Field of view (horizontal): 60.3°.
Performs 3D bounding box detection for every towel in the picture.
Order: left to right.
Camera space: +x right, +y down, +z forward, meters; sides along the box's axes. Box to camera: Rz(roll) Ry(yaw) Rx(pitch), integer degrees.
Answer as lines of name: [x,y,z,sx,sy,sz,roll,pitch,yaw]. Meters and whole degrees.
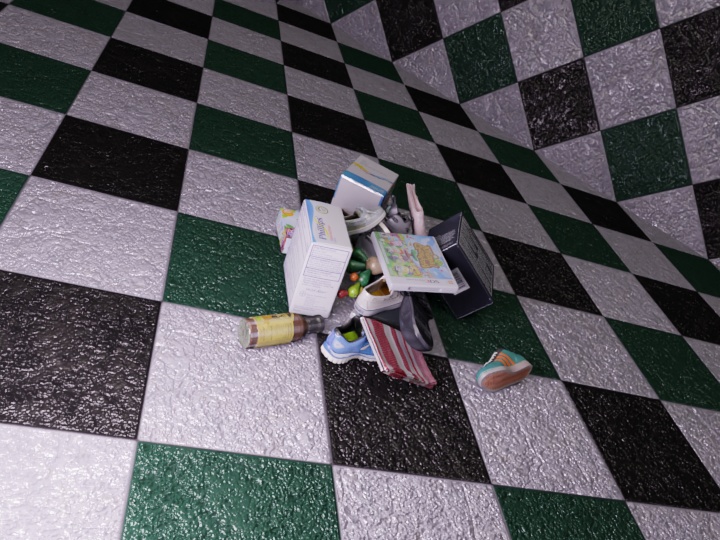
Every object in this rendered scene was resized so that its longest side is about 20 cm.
towel: [0.087,0.181,1.376,0.198,0.023,0.146,26,31,-47]
towel: [0.170,-0.128,1.823,0.031,0.204,0.193,-10,34,3]

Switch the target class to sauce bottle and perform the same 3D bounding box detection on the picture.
sauce bottle: [-0.166,0.125,1.331,0.196,0.066,0.065,-3,40,-41]

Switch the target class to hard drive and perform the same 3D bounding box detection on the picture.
hard drive: [0.064,0.076,1.557,0.136,0.033,0.202,18,32,-12]

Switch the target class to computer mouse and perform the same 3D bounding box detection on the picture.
computer mouse: [0.125,0.122,1.447,0.139,0.052,0.202,50,20,-25]

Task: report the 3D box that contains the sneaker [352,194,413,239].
sneaker: [0.055,-0.147,1.714,0.195,0.142,0.078,12,28,-26]

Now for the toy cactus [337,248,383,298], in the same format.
toy cactus: [0.000,0.000,1.545,0.160,0.105,0.201,-5,29,-4]

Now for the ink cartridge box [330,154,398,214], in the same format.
ink cartridge box: [0.009,-0.230,1.895,0.143,0.149,0.201,26,32,4]

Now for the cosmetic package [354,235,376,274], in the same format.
cosmetic package: [0.081,-0.020,1.701,0.195,0.075,0.103,10,42,-21]

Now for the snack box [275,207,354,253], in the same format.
snack box: [-0.125,-0.093,1.688,0.195,0.054,0.144,10,34,-24]

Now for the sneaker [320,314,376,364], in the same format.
sneaker: [0.008,0.150,1.389,0.196,0.091,0.079,-4,41,-43]

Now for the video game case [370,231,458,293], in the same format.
video game case: [0.130,-0.022,1.526,0.177,0.022,0.202,4,39,-20]

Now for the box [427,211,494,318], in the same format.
box: [0.273,-0.015,1.713,0.202,0.121,0.200,55,27,-18]

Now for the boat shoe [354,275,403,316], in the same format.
boat shoe: [0.065,0.047,1.500,0.197,0.071,0.071,-16,49,-46]

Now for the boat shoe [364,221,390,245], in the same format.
boat shoe: [0.086,-0.026,1.619,0.202,0.067,0.072,56,-4,12]

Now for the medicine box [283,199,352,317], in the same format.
medicine box: [-0.105,-0.028,1.463,0.100,0.203,0.184,10,34,-19]

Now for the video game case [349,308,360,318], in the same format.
video game case: [0.074,0.108,1.567,0.141,0.018,0.200,33,32,11]

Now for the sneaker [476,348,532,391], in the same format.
sneaker: [0.336,0.239,1.519,0.197,0.073,0.080,0,34,-44]

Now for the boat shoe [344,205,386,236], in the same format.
boat shoe: [-0.025,-0.130,1.624,0.198,0.066,0.074,-23,20,-13]

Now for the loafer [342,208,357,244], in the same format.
loafer: [0.005,-0.107,1.791,0.197,0.064,0.072,30,31,8]
